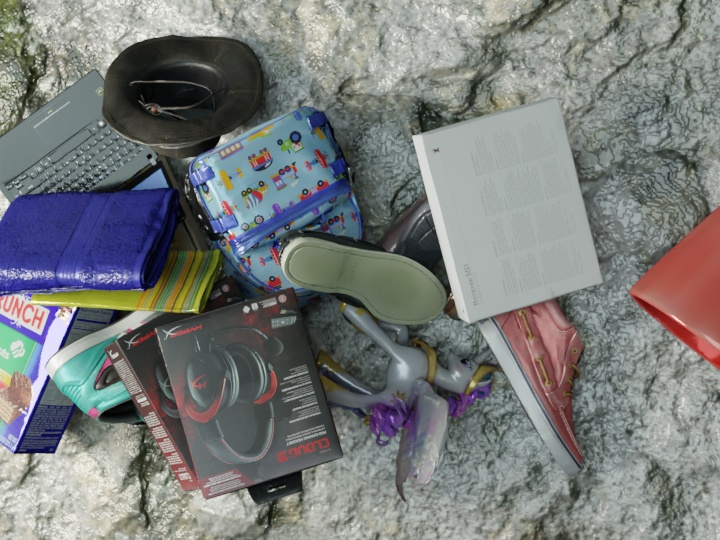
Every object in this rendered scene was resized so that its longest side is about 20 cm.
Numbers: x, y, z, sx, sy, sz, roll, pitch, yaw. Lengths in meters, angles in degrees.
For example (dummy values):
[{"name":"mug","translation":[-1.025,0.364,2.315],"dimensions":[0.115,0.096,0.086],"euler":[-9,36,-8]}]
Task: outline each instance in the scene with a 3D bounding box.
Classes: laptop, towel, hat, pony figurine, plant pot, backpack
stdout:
[{"name":"laptop","translation":[-0.319,-0.096,1.490],"dimensions":[0.177,0.103,0.200],"euler":[-35,97,4]},{"name":"towel","translation":[-0.251,0.007,1.414],"dimensions":[0.199,0.086,0.018],"euler":[2,136,15]},{"name":"hat","translation":[-0.196,-0.181,1.490],"dimensions":[0.200,0.201,0.081],"euler":[11,138,13]},{"name":"pony figurine","translation":[0.044,0.138,1.429],"dimensions":[0.199,0.167,0.194],"euler":[24,72,-5]},{"name":"plant pot","translation":[0.401,0.013,1.318],"dimensions":[0.200,0.200,0.178],"euler":[37,93,10]},{"name":"towel","translation":[-0.300,-0.028,1.420],"dimensions":[0.199,0.148,0.050],"euler":[0,132,14]},{"name":"backpack","translation":[-0.082,-0.058,1.442],"dimensions":[0.182,0.135,0.201],"euler":[-24,94,-10]}]

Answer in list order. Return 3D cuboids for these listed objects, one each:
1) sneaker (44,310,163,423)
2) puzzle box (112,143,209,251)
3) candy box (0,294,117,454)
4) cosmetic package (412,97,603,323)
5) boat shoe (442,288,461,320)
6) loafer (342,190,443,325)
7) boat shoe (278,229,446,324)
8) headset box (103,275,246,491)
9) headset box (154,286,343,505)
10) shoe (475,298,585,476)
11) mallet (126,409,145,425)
[{"name":"sneaker","translation":[-0.240,0.108,1.489],"dimensions":[0.200,0.084,0.121],"euler":[-29,75,-26]},{"name":"puzzle box","translation":[-0.273,-0.070,1.560],"dimensions":[0.133,0.025,0.201],"euler":[-28,86,13]},{"name":"candy box","translation":[-0.399,0.089,1.555],"dimensions":[0.169,0.077,0.201],"euler":[29,98,29]},{"name":"cosmetic package","translation":[0.152,-0.063,1.364],"dimensions":[0.150,0.052,0.201],"euler":[-16,97,-10]},{"name":"boat shoe","translation":[0.137,-0.041,1.438],"dimensions":[0.072,0.076,0.201],"euler":[28,90,15]},{"name":"loafer","translation":[0.049,-0.016,1.457],"dimensions":[0.072,0.063,0.200],"euler":[27,125,-18]},{"name":"boat shoe","translation":[-0.001,0.002,1.394],"dimensions":[0.199,0.066,0.075],"euler":[13,108,-26]},{"name":"headset box","translation":[-0.160,0.131,1.420],"dimensions":[0.148,0.077,0.201],"euler":[-29,91,-23]},{"name":"headset box","translation":[-0.110,0.134,1.338],"dimensions":[0.148,0.075,0.201],"euler":[-16,86,-6]},{"name":"shoe","translation":[0.211,0.118,1.423],"dimensions":[0.091,0.071,0.201],"euler":[-30,94,1]},{"name":"mallet","translation":[-0.293,0.093,1.553],"dimensions":[0.041,0.066,0.201],"euler":[-30,85,15]}]
